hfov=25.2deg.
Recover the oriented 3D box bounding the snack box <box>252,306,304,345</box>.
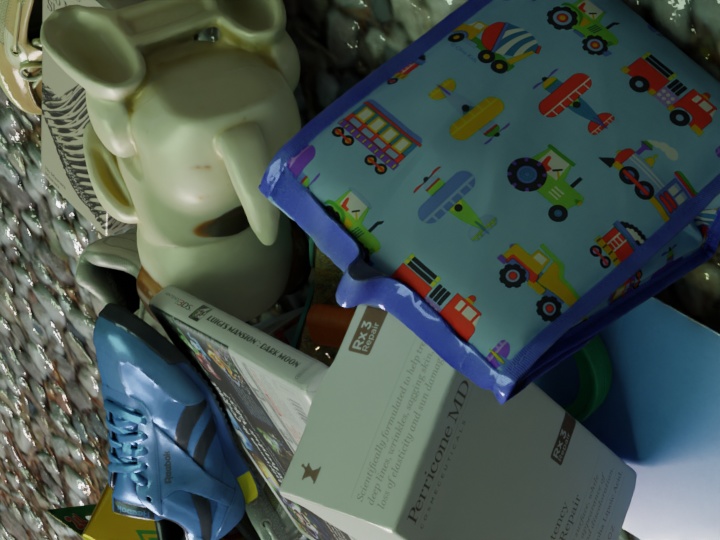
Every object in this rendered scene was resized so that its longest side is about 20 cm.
[{"bbox_3d":[-0.060,0.111,1.144,0.200,0.053,0.143,-20,101,55],"label":"snack box"}]

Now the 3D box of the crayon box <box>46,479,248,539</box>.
[{"bbox_3d":[-0.102,0.193,1.110,0.199,0.051,0.127,28,-177,18],"label":"crayon box"}]

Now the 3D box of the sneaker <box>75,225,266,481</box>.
[{"bbox_3d":[-0.114,0.056,1.043,0.075,0.081,0.200,-47,71,24],"label":"sneaker"}]

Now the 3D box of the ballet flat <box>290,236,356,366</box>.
[{"bbox_3d":[0.000,0.000,0.975,0.071,0.071,0.201,39,142,23],"label":"ballet flat"}]

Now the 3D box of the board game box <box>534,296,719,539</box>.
[{"bbox_3d":[0.138,0.059,0.867,0.199,0.039,0.159,30,135,25],"label":"board game box"}]

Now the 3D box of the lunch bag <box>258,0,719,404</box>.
[{"bbox_3d":[0.065,-0.038,0.727,0.151,0.200,0.094,43,144,19],"label":"lunch bag"}]

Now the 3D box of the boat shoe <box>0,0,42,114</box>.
[{"bbox_3d":[-0.201,-0.178,1.066,0.063,0.073,0.202,41,137,29],"label":"boat shoe"}]

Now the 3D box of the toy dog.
[{"bbox_3d":[-0.084,-0.055,0.961,0.194,0.139,0.201,44,151,31],"label":"toy dog"}]

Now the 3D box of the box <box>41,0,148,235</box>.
[{"bbox_3d":[-0.162,-0.124,1.060,0.082,0.068,0.201,41,144,24],"label":"box"}]

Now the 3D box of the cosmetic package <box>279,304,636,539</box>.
[{"bbox_3d":[0.055,0.104,0.794,0.074,0.102,0.200,13,164,37],"label":"cosmetic package"}]

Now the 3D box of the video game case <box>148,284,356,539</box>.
[{"bbox_3d":[-0.026,0.107,0.911,0.181,0.023,0.201,22,148,54],"label":"video game case"}]

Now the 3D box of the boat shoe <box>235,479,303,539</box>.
[{"bbox_3d":[-0.109,0.122,1.107,0.202,0.065,0.075,35,140,27],"label":"boat shoe"}]

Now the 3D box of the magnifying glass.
[{"bbox_3d":[0.050,0.041,0.892,0.199,0.022,0.080,6,122,39],"label":"magnifying glass"}]

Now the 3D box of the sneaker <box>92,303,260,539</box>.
[{"bbox_3d":[-0.123,0.105,0.968,0.066,0.078,0.201,29,152,37],"label":"sneaker"}]
